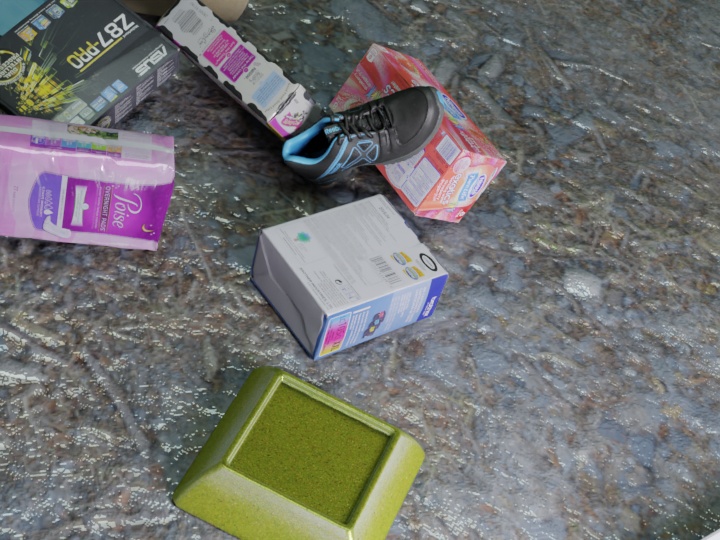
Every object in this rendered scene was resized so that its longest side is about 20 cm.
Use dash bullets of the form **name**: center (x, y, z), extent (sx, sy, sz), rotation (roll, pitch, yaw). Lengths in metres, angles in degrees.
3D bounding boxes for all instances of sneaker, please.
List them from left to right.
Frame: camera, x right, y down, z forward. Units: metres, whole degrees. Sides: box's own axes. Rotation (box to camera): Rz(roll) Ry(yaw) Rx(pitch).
- **sneaker**: center (0.003, -0.154, 1.679), extent (0.082, 0.199, 0.074), rotation (19, 49, -62)

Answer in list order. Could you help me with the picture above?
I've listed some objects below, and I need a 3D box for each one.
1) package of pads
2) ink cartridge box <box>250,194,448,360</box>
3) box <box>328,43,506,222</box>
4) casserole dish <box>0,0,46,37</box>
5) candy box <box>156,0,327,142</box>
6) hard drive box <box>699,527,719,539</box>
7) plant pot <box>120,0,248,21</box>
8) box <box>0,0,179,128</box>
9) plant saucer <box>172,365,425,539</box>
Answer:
- **package of pads**: center (-0.298, -0.090, 1.552), extent (0.198, 0.121, 0.076), rotation (6, 39, -14)
- **ink cartridge box**: center (0.000, 0.000, 1.603), extent (0.199, 0.077, 0.137), rotation (-19, 56, -32)
- **box**: center (0.066, -0.163, 1.754), extent (0.094, 0.103, 0.200), rotation (9, 36, -51)
- **casserole dish**: center (-0.425, -0.324, 1.796), extent (0.200, 0.039, 0.121), rotation (39, 50, 19)
- **candy box**: center (-0.135, -0.230, 1.741), extent (0.200, 0.136, 0.061), rotation (41, 90, 22)
- **hard drive box**: center (0.380, 0.327, 1.414), extent (0.199, 0.077, 0.156), rotation (-19, 56, -33)
- **plant pot**: center (-0.233, -0.394, 1.857), extent (0.198, 0.188, 0.188), rotation (20, 41, -20)
- **box**: center (-0.332, -0.231, 1.694), extent (0.161, 0.049, 0.200), rotation (39, 63, 12)
- **plant saucer**: center (-0.051, 0.184, 1.421), extent (0.198, 0.048, 0.200), rotation (25, 44, 6)
